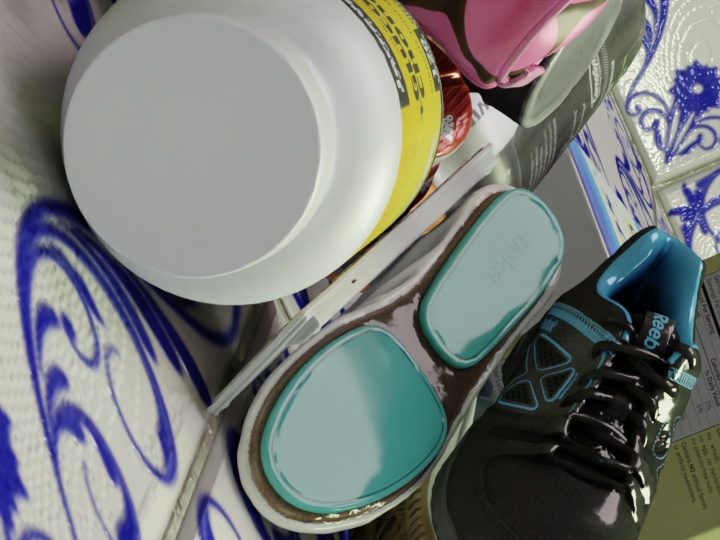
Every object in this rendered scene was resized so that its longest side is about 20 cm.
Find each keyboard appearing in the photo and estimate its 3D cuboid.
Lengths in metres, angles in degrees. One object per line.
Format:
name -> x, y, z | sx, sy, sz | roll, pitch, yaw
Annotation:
keyboard -> 0.000, 0.000, 1.067 | 0.011, 0.056, 0.200 | 50, 29, -1

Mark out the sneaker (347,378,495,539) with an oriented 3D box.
sneaker -> 0.057, 0.114, 1.101 | 0.108, 0.070, 0.200 | 28, 30, -15

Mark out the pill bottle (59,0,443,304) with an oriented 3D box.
pill bottle -> -0.037, -0.049, 0.972 | 0.200, 0.112, 0.112 | -42, 109, -80

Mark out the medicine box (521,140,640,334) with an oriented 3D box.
medicine box -> 0.118, 0.050, 1.576 | 0.200, 0.103, 0.182 | 41, 27, -69

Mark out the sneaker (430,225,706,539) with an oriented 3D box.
sneaker -> 0.080, 0.054, 1.058 | 0.073, 0.082, 0.200 | 30, 33, -8

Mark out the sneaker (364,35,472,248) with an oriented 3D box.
sneaker -> -0.054, -0.084, 1.139 | 0.200, 0.078, 0.116 | 48, -39, 15

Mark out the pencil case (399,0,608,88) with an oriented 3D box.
pencil case -> 0.002, -0.145, 1.078 | 0.200, 0.094, 0.091 | 34, 8, 3

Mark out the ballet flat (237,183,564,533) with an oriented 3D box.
ballet flat -> 0.007, 0.038, 1.078 | 0.200, 0.069, 0.070 | -46, 117, -42

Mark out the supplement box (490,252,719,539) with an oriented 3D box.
supplement box -> 0.150, 0.116, 1.322 | 0.200, 0.200, 0.134 | 54, 17, -50

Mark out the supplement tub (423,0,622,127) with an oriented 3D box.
supplement tub -> 0.008, -0.142, 1.184 | 0.200, 0.107, 0.107 | 35, 5, 12

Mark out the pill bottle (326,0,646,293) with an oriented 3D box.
pill bottle -> 0.041, -0.074, 1.281 | 0.200, 0.106, 0.106 | -51, 123, -42
